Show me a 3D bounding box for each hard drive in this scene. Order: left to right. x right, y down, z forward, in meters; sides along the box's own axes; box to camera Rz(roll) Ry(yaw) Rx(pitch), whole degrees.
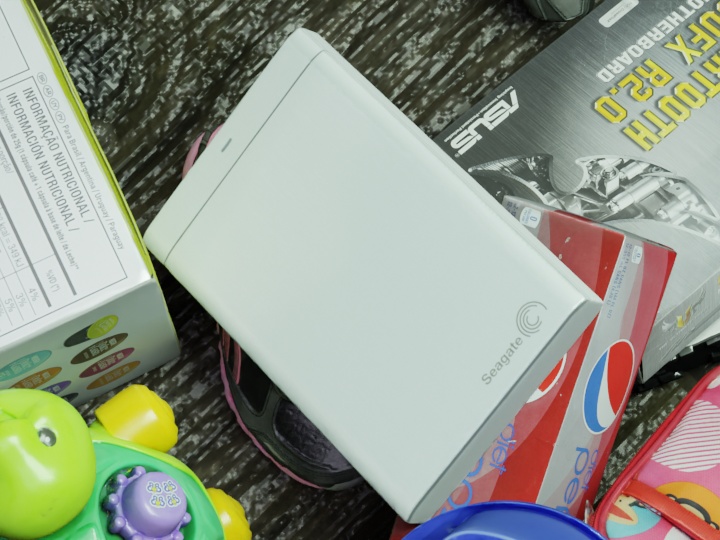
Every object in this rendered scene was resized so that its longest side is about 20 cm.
[{"bbox_3d":[0.000,0.000,1.063,0.200,0.027,0.132,45,106,26],"label":"hard drive"}]

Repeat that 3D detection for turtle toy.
[{"bbox_3d":[-0.131,0.129,1.088,0.146,0.101,0.200,-37,123,-8],"label":"turtle toy"}]

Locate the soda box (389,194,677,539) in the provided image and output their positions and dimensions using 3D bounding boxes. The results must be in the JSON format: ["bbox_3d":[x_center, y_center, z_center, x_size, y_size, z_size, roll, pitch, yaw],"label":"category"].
[{"bbox_3d":[0.076,0.072,1.063,0.070,0.063,0.200,20,94,31],"label":"soda box"}]

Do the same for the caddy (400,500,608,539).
[{"bbox_3d":[0.076,0.191,0.967,0.141,0.105,0.200,-44,76,12],"label":"caddy"}]

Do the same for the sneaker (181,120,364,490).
[{"bbox_3d":[-0.041,0.013,1.149,0.079,0.095,0.200,-20,82,-8],"label":"sneaker"}]

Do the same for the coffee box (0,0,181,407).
[{"bbox_3d":[-0.217,-0.022,1.096,0.197,0.200,0.200,-26,80,-6],"label":"coffee box"}]

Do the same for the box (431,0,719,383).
[{"bbox_3d":[0.155,-0.062,1.154,0.200,0.048,0.158,-39,60,-14],"label":"box"}]

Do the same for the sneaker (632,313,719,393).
[{"bbox_3d":[0.164,0.003,1.171,0.200,0.076,0.088,-19,75,-5],"label":"sneaker"}]

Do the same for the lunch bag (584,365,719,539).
[{"bbox_3d":[0.197,0.150,1.032,0.200,0.082,0.176,35,56,18],"label":"lunch bag"}]

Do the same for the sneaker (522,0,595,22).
[{"bbox_3d":[0.116,-0.211,1.209,0.071,0.098,0.201,2,52,25],"label":"sneaker"}]
